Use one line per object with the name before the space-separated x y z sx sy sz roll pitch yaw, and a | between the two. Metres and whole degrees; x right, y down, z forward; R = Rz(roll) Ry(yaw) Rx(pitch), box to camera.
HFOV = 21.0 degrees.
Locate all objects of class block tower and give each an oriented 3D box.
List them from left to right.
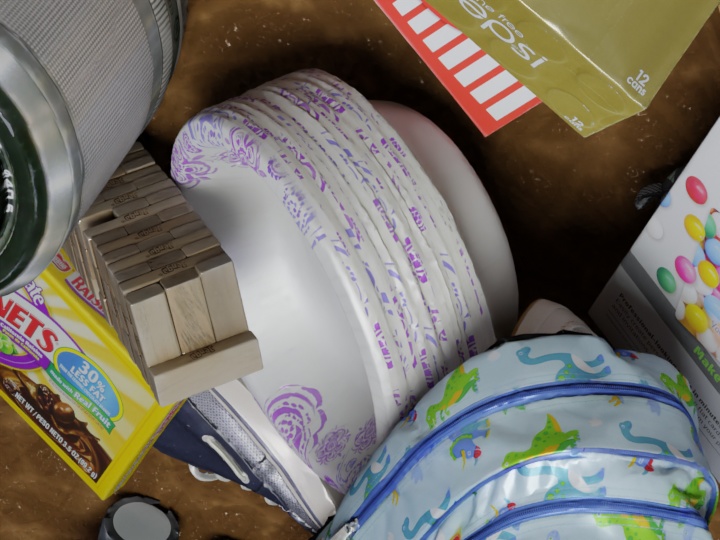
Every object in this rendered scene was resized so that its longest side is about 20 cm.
block tower | -0.110 -0.011 0.956 0.054 0.200 0.058 -21 124 -15

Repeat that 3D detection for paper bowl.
paper bowl | 0.000 0.000 0.935 0.201 0.104 0.202 48 152 35

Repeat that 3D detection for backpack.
backpack | 0.072 0.115 0.830 0.162 0.154 0.201 16 121 -19

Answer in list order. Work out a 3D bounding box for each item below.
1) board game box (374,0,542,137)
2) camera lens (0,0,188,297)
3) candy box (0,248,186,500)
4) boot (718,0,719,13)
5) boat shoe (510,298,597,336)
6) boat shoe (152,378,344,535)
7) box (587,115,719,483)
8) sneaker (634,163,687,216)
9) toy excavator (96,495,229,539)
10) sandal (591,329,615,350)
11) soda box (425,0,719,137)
board game box | 0.089 -0.171 0.859 0.199 0.046 0.152 -31 109 33
camera lens | -0.179 -0.093 0.905 0.159 0.200 0.161 9 126 13
candy box | -0.184 0.024 1.062 0.200 0.026 0.102 44 129 7
boot | 0.241 -0.127 0.744 0.201 0.143 0.071 -21 80 63
boat shoe | 0.123 0.085 0.925 0.069 0.071 0.200 18 155 35
boat shoe | -0.052 0.097 1.084 0.092 0.075 0.200 -28 105 41
box | 0.187 0.023 0.825 0.156 0.041 0.200 53 151 16
sneaker | 0.214 0.015 0.936 0.200 0.078 0.140 47 130 -11
toy excavator | -0.164 0.228 1.121 0.193 0.200 0.100 22 127 2
sandal | 0.087 0.074 1.022 0.199 0.043 0.076 -7 138 26
soda box | 0.049 -0.146 0.805 0.200 0.064 0.068 39 165 -9
